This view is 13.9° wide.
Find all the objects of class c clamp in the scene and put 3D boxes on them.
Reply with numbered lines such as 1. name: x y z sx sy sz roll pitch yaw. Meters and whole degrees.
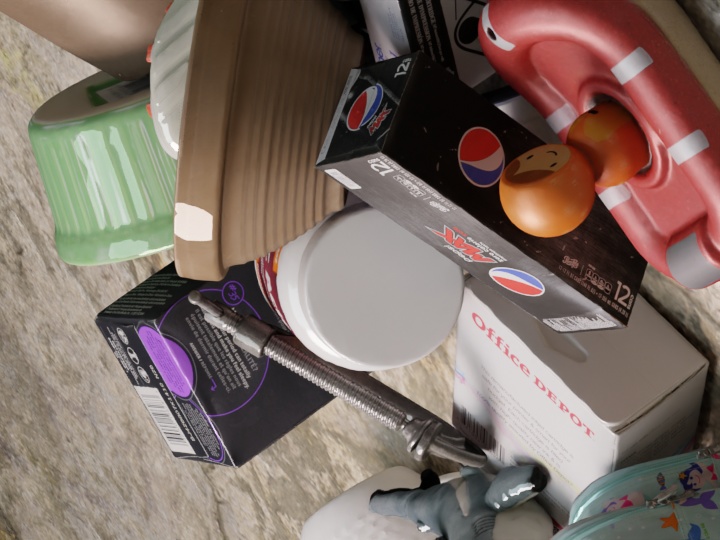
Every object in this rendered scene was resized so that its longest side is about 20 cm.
1. c clamp: -0.011 0.073 1.845 0.199 0.027 0.171 30 -179 7

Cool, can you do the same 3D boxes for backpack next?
1. backpack: 0.192 0.200 1.747 0.178 0.199 0.151 81 166 -49

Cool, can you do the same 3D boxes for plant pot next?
1. plant pot: -0.048 -0.089 1.695 0.092 0.202 0.201 8 146 3
2. plant pot: -0.177 -0.225 1.954 0.175 0.201 0.200 43 163 -22

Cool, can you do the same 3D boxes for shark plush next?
1. shark plush: 0.059 0.160 1.884 0.200 0.083 0.091 29 149 48

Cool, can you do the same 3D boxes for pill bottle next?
1. pill bottle: 0.000 0.000 1.802 0.115 0.114 0.200 59 176 -9

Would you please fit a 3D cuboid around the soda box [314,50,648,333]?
1. soda box: 0.074 -0.041 1.659 0.200 0.071 0.063 34 154 -30

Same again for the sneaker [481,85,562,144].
1. sneaker: 0.069 -0.061 1.790 0.085 0.073 0.200 64 155 -9

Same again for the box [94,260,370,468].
1. box: -0.058 0.028 2.000 0.123 0.200 0.106 61 157 -15

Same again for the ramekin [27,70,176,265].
1. ramekin: -0.128 -0.089 1.999 0.200 0.199 0.098 8 122 61

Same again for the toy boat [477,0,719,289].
1. toy boat: 0.128 -0.067 1.591 0.200 0.130 0.130 55 157 2

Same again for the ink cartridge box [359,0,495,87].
1. ink cartridge box: 0.039 -0.193 1.645 0.044 0.094 0.201 32 147 44

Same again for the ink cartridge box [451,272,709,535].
1. ink cartridge box: 0.134 0.086 1.849 0.148 0.085 0.200 45 155 25

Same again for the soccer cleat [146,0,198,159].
1. soccer cleat: -0.076 -0.163 1.815 0.069 0.201 0.077 25 167 -40

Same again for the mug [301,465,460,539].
1. mug: 0.054 0.227 2.156 0.200 0.147 0.176 -42 75 37

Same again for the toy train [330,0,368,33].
1. toy train: -0.022 -0.227 1.708 0.201 0.085 0.114 66 172 -24

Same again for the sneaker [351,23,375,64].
1. sneaker: -0.014 -0.147 1.864 0.200 0.075 0.079 41 165 50
